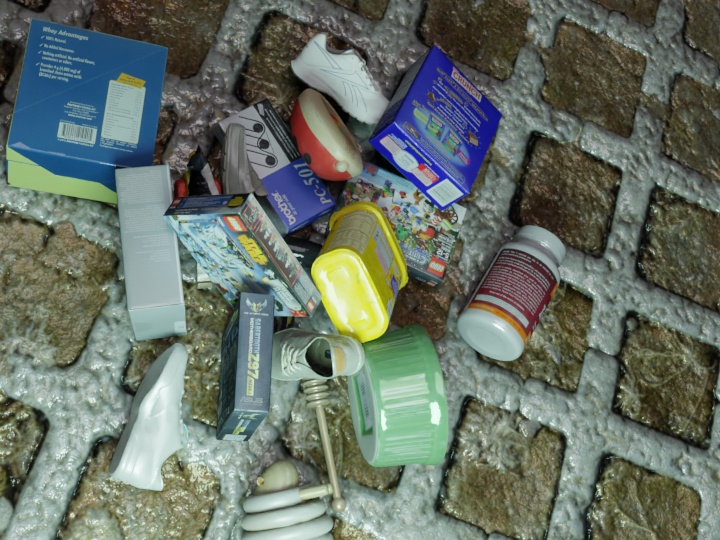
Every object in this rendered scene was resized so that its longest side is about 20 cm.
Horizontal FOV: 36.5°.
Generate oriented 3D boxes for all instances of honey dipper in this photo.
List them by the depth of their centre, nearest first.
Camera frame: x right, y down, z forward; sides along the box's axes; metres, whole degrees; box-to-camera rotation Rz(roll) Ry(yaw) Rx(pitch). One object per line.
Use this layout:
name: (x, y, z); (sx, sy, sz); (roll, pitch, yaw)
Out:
honey dipper: (-0.050, 0.246, 1.565); (0.038, 0.038, 0.202); (-6, 75, -20)

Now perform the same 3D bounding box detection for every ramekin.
ramekin: (0.047, 0.180, 1.536); (0.097, 0.200, 0.202); (-7, 73, -13)

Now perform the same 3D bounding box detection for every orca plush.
orca plush: (-0.220, -0.067, 1.515); (0.071, 0.201, 0.105); (-24, 47, -13)

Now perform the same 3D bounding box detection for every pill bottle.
pill bottle: (0.241, 0.031, 1.697); (0.113, 0.113, 0.201); (35, 64, -4)

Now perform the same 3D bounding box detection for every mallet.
mallet: (-0.111, 0.043, 1.619); (0.065, 0.041, 0.201); (21, 70, -10)

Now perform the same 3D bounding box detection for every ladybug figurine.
ladybug figurine: (-0.058, -0.199, 1.663); (0.072, 0.200, 0.136); (-35, 123, 8)

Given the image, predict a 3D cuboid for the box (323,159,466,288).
box: (0.056, -0.075, 1.714); (0.199, 0.038, 0.137); (24, 65, -9)

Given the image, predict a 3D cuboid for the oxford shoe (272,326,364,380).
oxford shoe: (-0.083, 0.119, 1.515); (0.058, 0.199, 0.076); (-11, 96, -47)

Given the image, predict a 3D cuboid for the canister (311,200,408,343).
canister: (0.000, 0.000, 1.565); (0.086, 0.200, 0.149); (-20, 107, 16)

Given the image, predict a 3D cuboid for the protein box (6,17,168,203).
protein box: (-0.391, -0.222, 1.560); (0.197, 0.135, 0.202); (9, 68, -15)

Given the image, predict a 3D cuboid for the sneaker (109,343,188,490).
sneaker: (-0.268, 0.202, 1.496); (0.088, 0.075, 0.201); (28, 70, -21)

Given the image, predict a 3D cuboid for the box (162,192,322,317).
box: (-0.154, -0.017, 1.449); (0.201, 0.136, 0.040); (58, 47, -37)

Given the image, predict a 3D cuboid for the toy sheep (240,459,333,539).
toy sheep: (-0.094, 0.354, 1.460); (0.137, 0.138, 0.202); (-6, 78, -21)

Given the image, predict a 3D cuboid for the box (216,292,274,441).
box: (-0.157, 0.135, 1.476); (0.051, 0.200, 0.159); (5, 69, -14)

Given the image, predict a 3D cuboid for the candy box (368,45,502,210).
candy box: (0.123, -0.227, 1.728); (0.169, 0.077, 0.201); (42, 51, -18)

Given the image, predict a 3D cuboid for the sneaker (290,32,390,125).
sneaker: (-0.013, -0.300, 1.735); (0.199, 0.075, 0.087); (33, 107, -8)

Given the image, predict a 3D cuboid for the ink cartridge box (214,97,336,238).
ink cartridge box: (-0.131, -0.157, 1.676); (0.094, 0.044, 0.201); (-31, 83, -24)

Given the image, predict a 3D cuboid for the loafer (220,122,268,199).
loafer: (-0.171, -0.118, 1.619); (0.069, 0.070, 0.202); (-3, 92, -11)

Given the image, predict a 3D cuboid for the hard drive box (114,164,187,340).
hard drive box: (-0.289, -0.022, 1.508); (0.076, 0.156, 0.202); (-6, 73, -10)

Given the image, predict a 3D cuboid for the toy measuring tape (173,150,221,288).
toy measuring tape: (-0.239, -0.076, 1.613); (0.073, 0.073, 0.202); (-4, 95, -20)
